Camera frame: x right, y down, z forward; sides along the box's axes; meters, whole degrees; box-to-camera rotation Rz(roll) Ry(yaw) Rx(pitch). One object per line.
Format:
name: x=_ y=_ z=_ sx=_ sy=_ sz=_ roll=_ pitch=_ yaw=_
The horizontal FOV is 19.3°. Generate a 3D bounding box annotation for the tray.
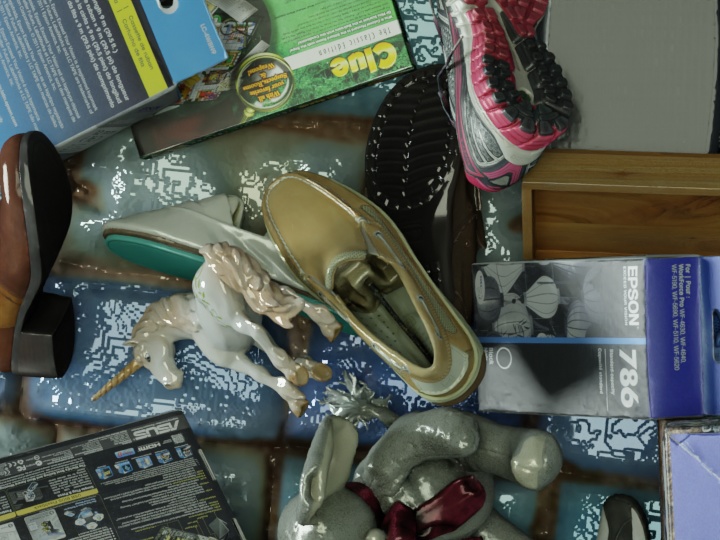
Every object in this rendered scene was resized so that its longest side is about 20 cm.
tray: x=0.205 y=-0.031 z=1.371 sx=0.198 sy=0.099 sz=0.037 roll=2 pitch=48 yaw=7

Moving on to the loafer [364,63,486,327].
loafer: x=0.046 y=-0.037 z=1.411 sx=0.073 sy=0.071 sz=0.202 roll=-1 pitch=77 yaw=29

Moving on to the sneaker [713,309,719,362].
sneaker: x=0.257 y=0.036 z=1.361 sx=0.198 sy=0.077 sz=0.076 roll=-5 pitch=45 yaw=0

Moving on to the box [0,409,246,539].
box: x=-0.178 y=0.184 z=1.366 sx=0.199 sy=0.049 sz=0.162 roll=-14 pitch=50 yaw=-24

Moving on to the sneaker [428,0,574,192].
sneaker: x=0.076 y=-0.142 z=1.365 sx=0.080 sy=0.075 sz=0.201 roll=12 pitch=47 yaw=-21

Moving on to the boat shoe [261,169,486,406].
boat shoe: x=0.000 y=0.000 z=1.337 sx=0.200 sy=0.076 sz=0.072 roll=43 pitch=96 yaw=28

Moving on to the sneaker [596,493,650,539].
sneaker: x=0.149 y=0.245 z=1.390 sx=0.079 sy=0.074 sz=0.202 roll=8 pitch=91 yaw=10

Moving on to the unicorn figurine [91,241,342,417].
unicorn figurine: x=-0.086 y=0.041 z=1.396 sx=0.137 sy=0.074 sz=0.201 roll=32 pitch=138 yaw=10

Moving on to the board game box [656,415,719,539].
board game box: x=0.236 y=0.167 z=1.313 sx=0.096 sy=0.200 sz=0.161 roll=-3 pitch=91 yaw=7

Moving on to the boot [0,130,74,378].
boot: x=-0.295 y=-0.020 z=1.430 sx=0.198 sy=0.069 sz=0.189 roll=9 pitch=130 yaw=9

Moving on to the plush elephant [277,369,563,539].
plush elephant: x=0.018 y=0.163 z=1.358 sx=0.199 sy=0.165 sz=0.155 roll=30 pitch=53 yaw=21

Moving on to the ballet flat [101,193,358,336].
ballet flat: x=-0.073 y=-0.014 z=1.430 sx=0.199 sy=0.069 sz=0.070 roll=18 pitch=93 yaw=3

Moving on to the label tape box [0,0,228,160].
label tape box: x=-0.186 y=-0.163 z=1.418 sx=0.199 sy=0.066 sz=0.144 roll=-24 pitch=86 yaw=19

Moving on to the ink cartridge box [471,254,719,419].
ink cartridge box: x=0.148 y=0.041 z=1.314 sx=0.199 sy=0.039 sz=0.100 roll=-4 pitch=89 yaw=50

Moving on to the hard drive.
hard drive: x=0.178 y=-0.142 z=1.399 sx=0.134 sy=0.042 sz=0.202 roll=2 pitch=90 yaw=8

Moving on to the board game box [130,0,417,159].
board game box: x=-0.071 y=-0.155 z=1.443 sx=0.199 sy=0.023 sz=0.106 roll=-17 pitch=86 yaw=8
